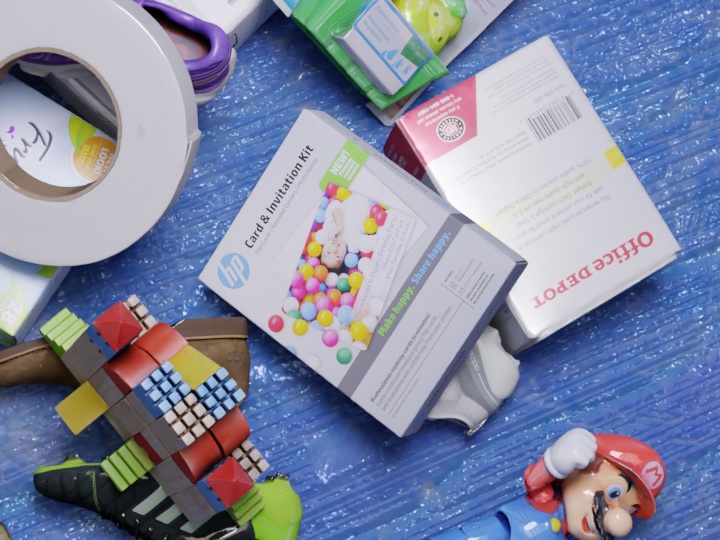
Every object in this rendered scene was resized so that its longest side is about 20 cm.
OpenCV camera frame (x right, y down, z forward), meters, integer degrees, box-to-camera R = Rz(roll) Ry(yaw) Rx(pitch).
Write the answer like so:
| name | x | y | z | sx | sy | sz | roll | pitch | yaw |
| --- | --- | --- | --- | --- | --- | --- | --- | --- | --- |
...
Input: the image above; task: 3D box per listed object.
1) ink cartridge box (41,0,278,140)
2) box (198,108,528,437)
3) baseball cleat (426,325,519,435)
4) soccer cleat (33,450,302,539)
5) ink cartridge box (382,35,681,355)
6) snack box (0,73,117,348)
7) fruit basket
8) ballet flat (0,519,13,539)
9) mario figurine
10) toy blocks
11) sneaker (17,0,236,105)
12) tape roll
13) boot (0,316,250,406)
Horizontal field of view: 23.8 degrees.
| name | x | y | z | sx | sy | sz | roll | pitch | yaw |
| --- | --- | --- | --- | --- | --- | --- | --- | --- | --- |
| ink cartridge box | -0.163 | -0.213 | 1.319 | 0.146 | 0.086 | 0.200 | 43 | 76 | 2 |
| box | 0.000 | 0.000 | 1.261 | 0.200 | 0.041 | 0.156 | 38 | 103 | 17 |
| baseball cleat | 0.029 | 0.041 | 1.299 | 0.200 | 0.070 | 0.106 | 43 | 74 | 3 |
| soccer cleat | -0.140 | 0.178 | 1.241 | 0.198 | 0.068 | 0.082 | 9 | 77 | -10 |
| ink cartridge box | 0.130 | -0.055 | 1.331 | 0.144 | 0.083 | 0.201 | -29 | 83 | -14 |
| snack box | -0.296 | -0.066 | 1.272 | 0.199 | 0.068 | 0.169 | 31 | 74 | -3 |
| fruit basket | 0.045 | -0.229 | 1.304 | 0.200 | 0.185 | 0.094 | -40 | 42 | 5 |
| ballet flat | -0.324 | 0.155 | 1.214 | 0.200 | 0.072 | 0.072 | 43 | 74 | 2 |
| mario figurine | 0.143 | 0.194 | 1.258 | 0.199 | 0.124 | 0.106 | -30 | 70 | -11 |
| toy blocks | -0.127 | 0.091 | 1.158 | 0.100 | 0.137 | 0.200 | -39 | 92 | -23 |
| sneaker | -0.184 | -0.181 | 1.222 | 0.198 | 0.083 | 0.081 | 11 | 76 | -5 |
| tape roll | -0.211 | -0.104 | 1.189 | 0.201 | 0.037 | 0.205 | 2 | 105 | 8 |
| boot | -0.177 | 0.079 | 1.259 | 0.198 | 0.074 | 0.076 | -4 | 84 | -13 |
